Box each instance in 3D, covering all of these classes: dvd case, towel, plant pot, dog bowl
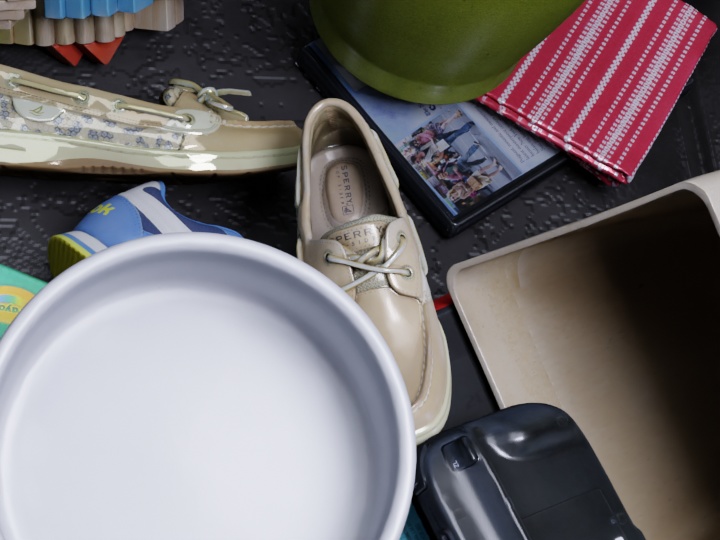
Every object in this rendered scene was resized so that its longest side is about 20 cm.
[{"bbox_3d":[0.081,-0.117,1.496,0.200,0.018,0.143,-31,73,-29],"label":"dvd case"},{"bbox_3d":[0.096,-0.145,1.493,0.200,0.022,0.145,30,57,3],"label":"towel"},{"bbox_3d":[0.200,0.042,1.290,0.177,0.200,0.200,-24,92,-37],"label":"plant pot"},{"bbox_3d":[-0.078,0.087,1.165,0.200,0.079,0.201,1,79,-7],"label":"dog bowl"},{"bbox_3d":[0.055,-0.195,1.382,0.200,0.193,0.201,7,58,-12],"label":"plant pot"}]

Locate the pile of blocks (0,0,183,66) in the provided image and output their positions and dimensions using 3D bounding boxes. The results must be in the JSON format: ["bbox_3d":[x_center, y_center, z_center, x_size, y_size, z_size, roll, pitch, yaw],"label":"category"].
[{"bbox_3d":[-0.172,-0.138,1.408,0.200,0.062,0.082,-7,23,-14],"label":"pile of blocks"}]

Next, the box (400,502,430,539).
[{"bbox_3d":[-0.049,0.174,1.252,0.200,0.082,0.049,-20,68,-24],"label":"box"}]

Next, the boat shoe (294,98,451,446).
[{"bbox_3d":[0.000,0.000,1.291,0.072,0.065,0.200,-11,52,0],"label":"boat shoe"}]

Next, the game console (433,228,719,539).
[{"bbox_3d":[0.106,0.083,1.353,0.200,0.031,0.177,-23,92,-26],"label":"game console"}]

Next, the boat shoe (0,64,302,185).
[{"bbox_3d":[-0.123,-0.081,1.377,0.200,0.073,0.063,2,86,-15],"label":"boat shoe"}]

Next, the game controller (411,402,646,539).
[{"bbox_3d":[0.102,0.158,1.227,0.104,0.042,0.200,-15,71,-40],"label":"game controller"}]

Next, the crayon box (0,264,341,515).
[{"bbox_3d":[-0.112,0.072,1.268,0.200,0.119,0.058,23,70,-1],"label":"crayon box"}]

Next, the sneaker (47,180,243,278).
[{"bbox_3d":[-0.067,0.025,1.341,0.200,0.074,0.082,39,56,7],"label":"sneaker"}]
